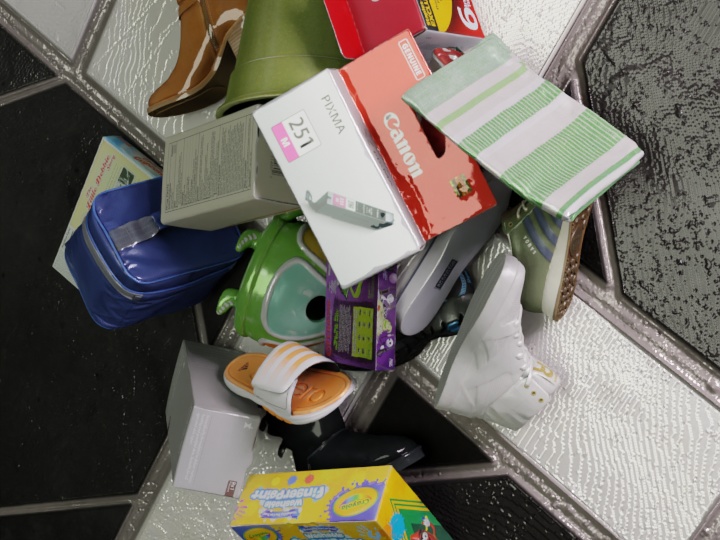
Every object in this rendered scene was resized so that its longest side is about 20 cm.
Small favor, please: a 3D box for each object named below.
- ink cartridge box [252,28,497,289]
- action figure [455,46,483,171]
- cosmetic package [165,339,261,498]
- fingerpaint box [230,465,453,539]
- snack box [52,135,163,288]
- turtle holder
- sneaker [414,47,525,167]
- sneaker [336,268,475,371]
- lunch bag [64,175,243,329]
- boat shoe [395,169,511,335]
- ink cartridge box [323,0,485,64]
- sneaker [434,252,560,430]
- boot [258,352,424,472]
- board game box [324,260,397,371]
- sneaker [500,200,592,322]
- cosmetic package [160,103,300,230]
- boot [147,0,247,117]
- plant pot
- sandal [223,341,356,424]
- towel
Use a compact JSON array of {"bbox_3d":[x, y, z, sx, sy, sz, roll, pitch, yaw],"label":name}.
[{"bbox_3d":[0.014,-0.109,1.283,0.172,0.044,0.201,-27,91,16],"label":"ink cartridge box"},{"bbox_3d":[0.100,-0.122,1.395,0.118,0.055,0.201,41,111,21],"label":"action figure"},{"bbox_3d":[-0.176,0.170,1.526,0.089,0.200,0.108,13,104,-13],"label":"cosmetic package"},{"bbox_3d":[-0.016,0.296,1.450,0.198,0.074,0.167,-10,133,34],"label":"fingerpaint box"},{"bbox_3d":[-0.321,-0.059,1.692,0.116,0.037,0.201,37,113,25],"label":"snack box"},{"bbox_3d":[-0.068,0.003,1.485,0.131,0.141,0.187,23,76,10],"label":"turtle holder"},{"bbox_3d":[0.119,-0.122,1.324,0.201,0.078,0.116,53,126,28],"label":"sneaker"},{"bbox_3d":[0.045,0.053,1.449,0.199,0.073,0.083,-25,68,26],"label":"sneaker"},{"bbox_3d":[-0.235,-0.031,1.549,0.137,0.199,0.132,60,139,11],"label":"lunch bag"},{"bbox_3d":[0.083,-0.029,1.370,0.066,0.072,0.201,38,101,35],"label":"boat shoe"},{"bbox_3d":[0.027,-0.320,1.351,0.083,0.175,0.202,-23,83,32],"label":"ink cartridge box"},{"bbox_3d":[0.160,0.078,1.345,0.114,0.074,0.201,19,125,-1],"label":"sneaker"},{"bbox_3d":[-0.032,0.174,1.498,0.197,0.073,0.164,-26,85,40],"label":"boot"},{"bbox_3d":[0.000,0.000,1.376,0.120,0.032,0.203,5,94,57],"label":"board game box"},{"bbox_3d":[0.185,-0.054,1.336,0.089,0.067,0.202,17,107,26],"label":"sneaker"},{"bbox_3d":[-0.140,-0.109,1.428,0.199,0.073,0.105,-8,77,53],"label":"cosmetic package"},{"bbox_3d":[-0.200,-0.287,1.563,0.199,0.076,0.157,-30,80,29],"label":"boot"},{"bbox_3d":[-0.055,-0.256,1.425,0.198,0.199,0.192,-4,79,34],"label":"plant pot"},{"bbox_3d":[-0.093,0.111,1.419,0.206,0.079,0.060,10,135,47],"label":"sandal"},{"bbox_3d":[0.159,-0.139,1.247,0.200,0.152,0.023,41,141,15],"label":"towel"}]
